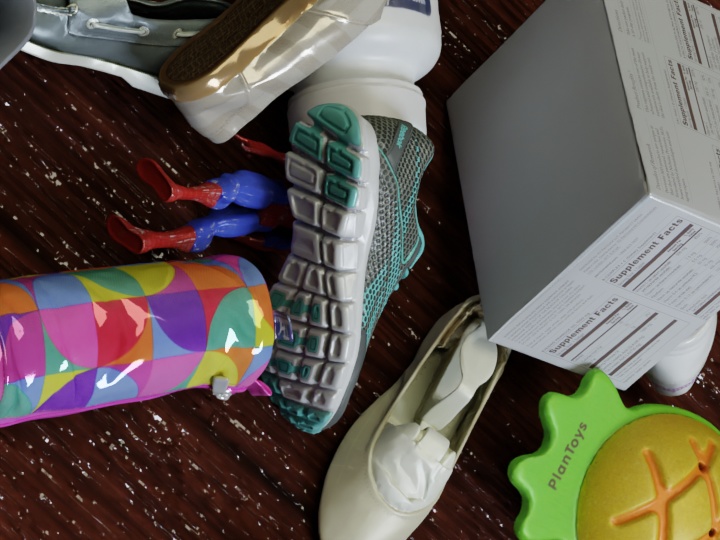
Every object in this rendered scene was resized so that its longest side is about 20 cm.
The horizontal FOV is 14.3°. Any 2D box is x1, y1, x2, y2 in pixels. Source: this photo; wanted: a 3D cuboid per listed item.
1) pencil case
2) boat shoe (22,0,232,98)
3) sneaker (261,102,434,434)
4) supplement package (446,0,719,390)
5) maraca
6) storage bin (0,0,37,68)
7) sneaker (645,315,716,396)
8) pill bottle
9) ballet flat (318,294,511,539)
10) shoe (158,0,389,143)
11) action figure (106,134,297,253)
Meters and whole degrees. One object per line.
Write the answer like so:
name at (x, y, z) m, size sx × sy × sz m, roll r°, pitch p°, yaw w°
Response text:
pencil case at (-0.139, 0.039, 1.596) m, size 0.200 × 0.088 × 0.088 m, roll -5°, pitch 78°, yaw -35°
boat shoe at (-0.155, -0.152, 1.641) m, size 0.200 × 0.062 × 0.073 m, roll 18°, pitch 22°, yaw -36°
sneaker at (0.000, 0.000, 1.672) m, size 0.091 × 0.078 × 0.200 m, roll -6°, pitch 115°, yaw -45°
supplement package at (0.151, -0.059, 1.750) m, size 0.111 × 0.156 × 0.200 m, roll 21°, pitch 43°, yaw -30°
maraca at (0.169, 0.143, 1.758) m, size 0.200 × 0.107 × 0.137 m, roll 34°, pitch 73°, yaw -32°
storage bin at (-0.297, -0.112, 1.499) m, size 0.146 × 0.134 × 0.200 m, roll 50°, pitch 53°, yaw -12°
sneaker at (0.193, -0.009, 1.864) m, size 0.075 × 0.100 × 0.200 m, roll -2°, pitch 50°, yaw 6°
pill bottle at (-0.009, -0.172, 1.737) m, size 0.111 × 0.111 × 0.200 m, roll 6°, pitch 72°, yaw -34°
ballet flat at (0.039, 0.092, 1.714) m, size 0.069 × 0.069 × 0.200 m, roll 42°, pitch 56°, yaw -17°
shoe at (-0.029, -0.151, 1.652) m, size 0.200 × 0.070 × 0.053 m, roll -41°, pitch 119°, yaw -11°
action figure at (-0.062, -0.040, 1.684) m, size 0.200 × 0.065 × 0.052 m, roll 1°, pitch 32°, yaw -49°
